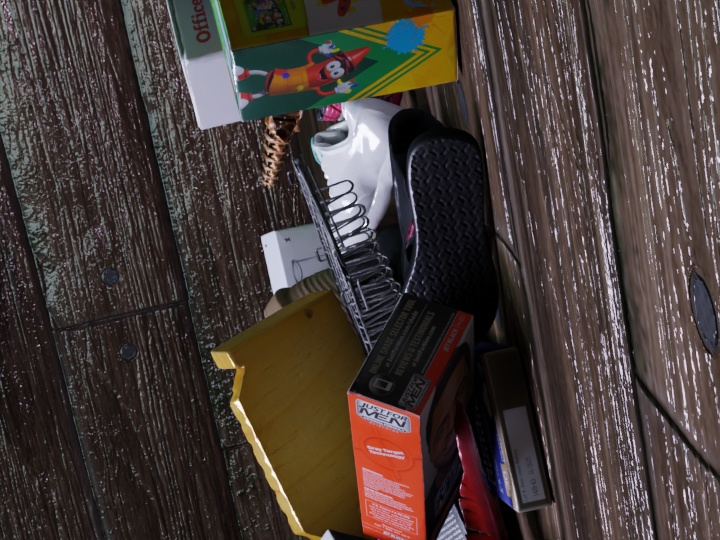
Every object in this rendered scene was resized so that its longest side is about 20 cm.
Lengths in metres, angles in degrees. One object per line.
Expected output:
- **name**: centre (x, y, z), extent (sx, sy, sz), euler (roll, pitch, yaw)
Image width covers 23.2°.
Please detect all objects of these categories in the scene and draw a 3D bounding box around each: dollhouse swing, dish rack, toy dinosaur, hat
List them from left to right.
- **toy dinosaur**: centre (-0.077, -0.185, 1.606), extent (0.201, 0.102, 0.136), euler (-63, 21, 3)
- **dollhouse swing**: centre (-0.064, 0.142, 1.538), extent (0.176, 0.181, 0.201), euler (-19, 99, 50)
- **dish rack**: centre (0.000, 0.000, 1.406), extent (0.200, 0.054, 0.154), euler (70, 175, -54)
- **hat**: centre (0.134, 0.231, 1.310), extent (0.176, 0.200, 0.166), euler (-57, 45, 15)

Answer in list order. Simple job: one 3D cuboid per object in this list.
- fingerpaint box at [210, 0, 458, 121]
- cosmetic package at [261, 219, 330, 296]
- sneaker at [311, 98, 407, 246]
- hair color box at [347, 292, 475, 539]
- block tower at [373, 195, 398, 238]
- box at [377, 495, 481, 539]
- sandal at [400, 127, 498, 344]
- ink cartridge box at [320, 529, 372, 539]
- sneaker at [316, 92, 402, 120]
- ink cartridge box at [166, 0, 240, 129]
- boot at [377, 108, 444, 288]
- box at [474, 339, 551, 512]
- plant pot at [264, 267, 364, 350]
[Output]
- **fingerpaint box**: centre (-0.029, -0.213, 1.328), extent (0.074, 0.166, 0.200), euler (84, 171, -45)
- **cosmetic package**: centre (-0.013, 0.043, 1.914), extent (0.052, 0.150, 0.201), euler (164, 93, -68)
- **sneaker**: centre (-0.008, -0.089, 1.581), extent (0.200, 0.088, 0.075), euler (115, 177, -50)
- **hair color box**: centre (0.042, 0.121, 1.336), extent (0.200, 0.061, 0.102), euler (83, -149, -51)
- **block tower**: centre (0.049, 0.000, 1.657), extent (0.054, 0.058, 0.201), euler (85, 170, -59)
- **box**: centre (0.083, 0.275, 1.559), extent (0.143, 0.036, 0.201), euler (-47, 59, 52)
- **sandal**: centre (0.066, -0.022, 1.321), extent (0.045, 0.075, 0.201), euler (-97, 5, -59)
- **ink cartridge box**: centre (0.040, 0.286, 1.363), extent (0.039, 0.099, 0.200), euler (-55, 40, 18)
- **sneaker**: centre (0.001, -0.196, 1.651), extent (0.200, 0.074, 0.081), euler (-87, 5, -53)
- **ink cartridge box**: centre (-0.058, -0.215, 1.470), extent (0.088, 0.199, 0.146), euler (82, 173, -50)
- **boot**: centre (0.044, -0.051, 1.476), extent (0.165, 0.065, 0.200), euler (-122, 13, -47)
- **box**: centre (0.108, 0.118, 1.392), extent (0.200, 0.032, 0.122), euler (177, 80, -87)
- **plant pot**: centre (0.010, 0.053, 1.776), extent (0.093, 0.200, 0.201), euler (-60, 15, 11)
